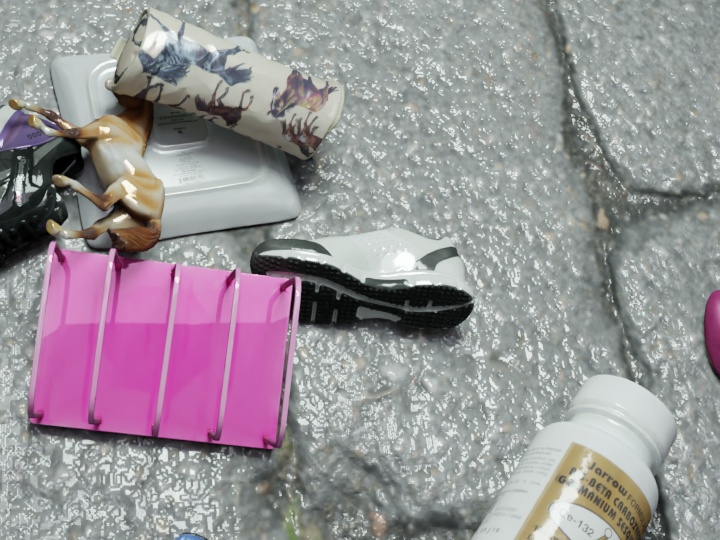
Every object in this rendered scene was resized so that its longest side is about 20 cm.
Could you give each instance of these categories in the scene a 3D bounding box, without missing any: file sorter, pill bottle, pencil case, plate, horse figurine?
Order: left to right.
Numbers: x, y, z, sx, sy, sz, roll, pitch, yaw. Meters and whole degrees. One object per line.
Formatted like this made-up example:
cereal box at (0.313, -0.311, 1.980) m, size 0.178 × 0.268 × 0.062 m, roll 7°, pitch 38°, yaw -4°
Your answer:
horse figurine at (-0.209, -0.083, 1.027) m, size 0.131 × 0.050 × 0.202 m, roll 6°, pitch 48°, yaw -44°
file sorter at (-0.150, 0.059, 0.957) m, size 0.197 × 0.125 × 0.141 m, roll 7°, pitch 83°, yaw -9°
plate at (-0.166, -0.127, 1.123) m, size 0.197 × 0.032 × 0.203 m, roll -9°, pitch 67°, yaw -18°
pencil case at (-0.117, -0.161, 1.079) m, size 0.198 × 0.089 × 0.079 m, roll 19°, pitch 83°, yaw -19°
pill bottle at (0.173, 0.187, 0.995) m, size 0.114 × 0.115 × 0.201 m, roll 35°, pitch 61°, yaw 6°

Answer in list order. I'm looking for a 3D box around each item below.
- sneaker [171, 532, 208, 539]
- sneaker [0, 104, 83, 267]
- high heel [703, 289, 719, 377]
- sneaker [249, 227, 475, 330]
sneaker at (-0.139, 0.285, 0.887) m, size 0.077 × 0.089 × 0.202 m, roll 15°, pitch 61°, yaw -6°
sneaker at (-0.292, -0.046, 1.024) m, size 0.086 × 0.076 × 0.202 m, roll 18°, pitch 61°, yaw 0°
high heel at (0.374, 0.093, 1.101) m, size 0.067 × 0.096 × 0.202 m, roll -16°, pitch 68°, yaw -20°
sneaker at (0.000, 0.000, 1.085) m, size 0.197 × 0.074 × 0.081 m, roll 9°, pitch 46°, yaw -13°
